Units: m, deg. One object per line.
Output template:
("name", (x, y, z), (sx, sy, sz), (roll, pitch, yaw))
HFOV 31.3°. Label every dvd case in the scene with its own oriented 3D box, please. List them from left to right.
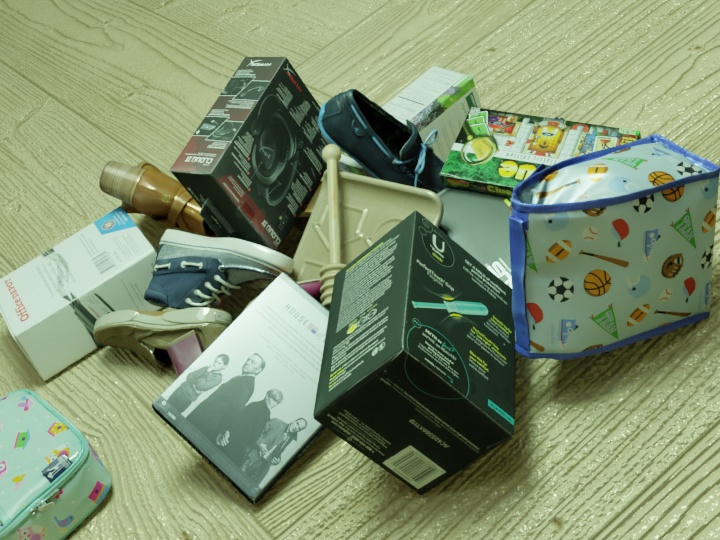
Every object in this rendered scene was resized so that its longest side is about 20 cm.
("dvd case", (-0.094, 0.118, 1.327), (0.150, 0.025, 0.200), (39, 71, 16))

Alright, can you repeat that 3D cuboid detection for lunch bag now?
("lunch bag", (-0.373, 0.225, 1.391), (0.160, 0.078, 0.199), (-40, 38, -20))
("lunch bag", (0.228, -0.020, 1.224), (0.198, 0.172, 0.124), (-19, 30, -21))

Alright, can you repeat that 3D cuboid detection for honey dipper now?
("honey dipper", (-0.028, -0.049, 1.416), (0.038, 0.038, 0.202), (-11, 62, 18))

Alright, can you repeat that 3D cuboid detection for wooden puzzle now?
("wooden puzzle", (0.000, 0.000, 1.425), (0.184, 0.046, 0.202), (16, 86, 43))

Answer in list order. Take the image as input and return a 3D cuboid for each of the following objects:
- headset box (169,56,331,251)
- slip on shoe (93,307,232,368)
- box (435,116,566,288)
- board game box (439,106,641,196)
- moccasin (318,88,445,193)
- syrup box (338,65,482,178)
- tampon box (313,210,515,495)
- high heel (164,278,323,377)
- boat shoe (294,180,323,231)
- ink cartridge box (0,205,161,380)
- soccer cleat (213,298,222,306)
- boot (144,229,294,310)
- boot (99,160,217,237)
("headset box", (-0.123, -0.128, 1.517), (0.077, 0.149, 0.201), (9, 59, 41))
("slip on shoe", (-0.236, 0.083, 1.503), (0.198, 0.076, 0.061), (-4, 73, 29))
("box", (0.196, -0.051, 1.381), (0.192, 0.048, 0.200), (-30, 52, -9))
("board game box", (0.195, -0.121, 1.393), (0.198, 0.024, 0.106), (11, 60, 25))
("moccasin", (0.043, -0.141, 1.504), (0.068, 0.199, 0.081), (-35, 39, 41))
("syrup box", (0.060, -0.165, 1.619), (0.200, 0.079, 0.081), (-41, 39, -21))
("tampon box", (0.056, 0.077, 1.230), (0.126, 0.149, 0.201), (-38, 26, 31))
("high heel", (-0.112, 0.085, 1.413), (0.198, 0.097, 0.067), (-27, -8, 7))
("boat shoe", (-0.009, -0.065, 1.542), (0.199, 0.070, 0.071), (13, 60, 44))
("ink cartridge box", (-0.350, 0.026, 1.619), (0.199, 0.085, 0.145), (-32, 36, -11))
("soccer cleat", (-0.134, -0.033, 1.595), (0.076, 0.067, 0.200), (36, 63, 26))
("boot", (-0.164, 0.012, 1.486), (0.198, 0.073, 0.091), (8, 76, 40))
("boot", (-0.246, -0.086, 1.699), (0.153, 0.200, 0.074), (22, 94, 9))
